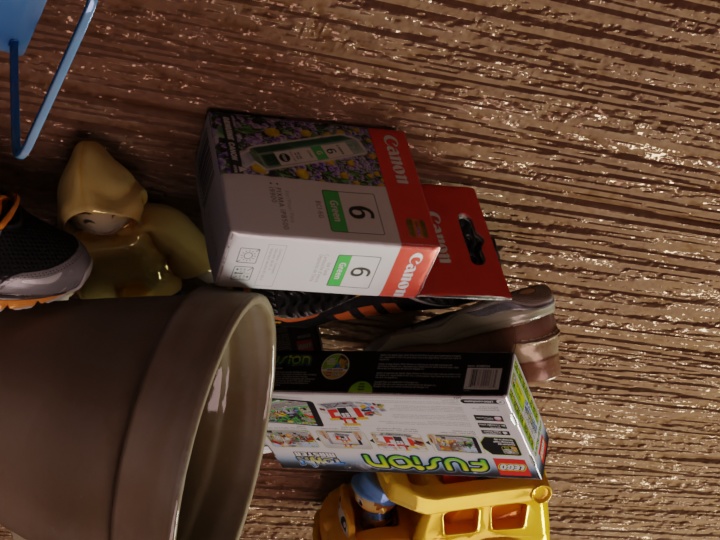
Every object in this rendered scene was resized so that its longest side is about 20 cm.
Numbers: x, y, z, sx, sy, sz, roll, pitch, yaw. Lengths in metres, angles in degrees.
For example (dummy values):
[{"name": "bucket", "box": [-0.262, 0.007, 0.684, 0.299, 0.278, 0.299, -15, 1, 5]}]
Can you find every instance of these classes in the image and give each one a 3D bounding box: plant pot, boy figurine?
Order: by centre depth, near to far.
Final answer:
[{"name": "plant pot", "box": [-0.160, 0.097, 0.843, 0.172, 0.201, 0.201, 11, 139, 10]}, {"name": "boy figurine", "box": [-0.149, -0.001, 0.902, 0.123, 0.065, 0.201, -3, 140, 0]}]

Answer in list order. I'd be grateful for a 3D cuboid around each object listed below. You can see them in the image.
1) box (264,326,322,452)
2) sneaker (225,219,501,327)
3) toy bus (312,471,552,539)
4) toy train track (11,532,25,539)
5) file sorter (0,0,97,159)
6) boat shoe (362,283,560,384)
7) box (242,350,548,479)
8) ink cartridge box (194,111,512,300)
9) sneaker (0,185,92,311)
[{"name": "box", "box": [-0.124, 0.100, 1.029, 0.198, 0.035, 0.111, -9, 138, -6]}, {"name": "sneaker", "box": [0.000, 0.000, 0.957, 0.199, 0.071, 0.090, -6, 174, -28]}, {"name": "toy bus", "box": [0.059, 0.182, 1.124, 0.198, 0.136, 0.193, -6, 125, -6]}, {"name": "toy train track", "box": [-0.261, 0.163, 1.059, 0.114, 0.033, 0.201, 20, 148, 6]}, {"name": "file sorter", "box": [-0.236, -0.153, 0.668, 0.199, 0.123, 0.139, 13, 132, -28]}, {"name": "boat shoe", "box": [0.068, 0.066, 0.978, 0.075, 0.072, 0.200, -17, 177, -33]}, {"name": "box", "box": [0.020, 0.099, 0.946, 0.198, 0.035, 0.110, -1, 143, 22]}, {"name": "ink cartridge box", "box": [0.001, -0.039, 0.869, 0.198, 0.109, 0.051, 3, 136, -20]}, {"name": "sneaker", "box": [-0.247, -0.042, 0.797, 0.199, 0.078, 0.078, 23, 117, -12]}]
